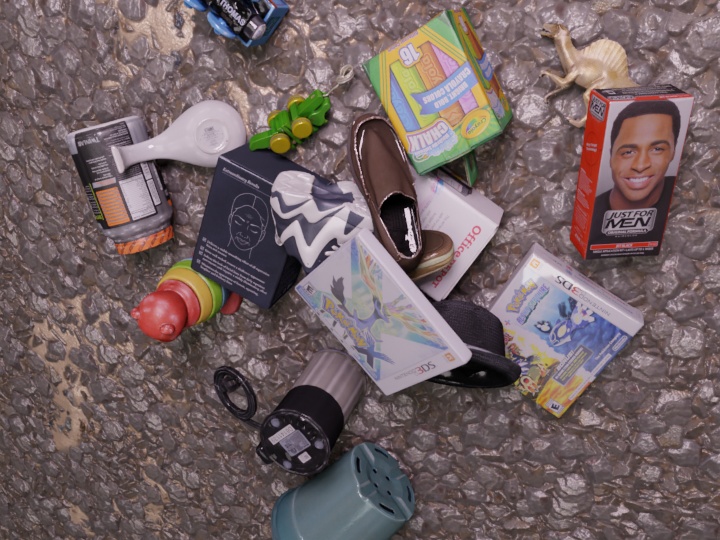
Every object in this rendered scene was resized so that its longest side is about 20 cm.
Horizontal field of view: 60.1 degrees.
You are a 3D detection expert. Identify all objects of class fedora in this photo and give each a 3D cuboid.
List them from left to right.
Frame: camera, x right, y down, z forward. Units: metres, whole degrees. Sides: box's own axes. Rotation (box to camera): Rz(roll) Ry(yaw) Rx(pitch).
[{"bbox_3d":[0.130,0.100,0.882,0.197,0.093,0.201,12,157,5],"label":"fedora"}]

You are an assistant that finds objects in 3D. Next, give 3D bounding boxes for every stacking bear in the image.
[{"bbox_3d":[-0.282,0.046,1.004,0.120,0.200,0.115,30,119,5],"label":"stacking bear"}]

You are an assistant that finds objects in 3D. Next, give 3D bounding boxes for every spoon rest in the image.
[{"bbox_3d":[-0.272,-0.196,0.947,0.197,0.061,0.101,-17,108,-13],"label":"spoon rest"}]

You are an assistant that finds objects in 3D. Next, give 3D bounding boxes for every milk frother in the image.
[{"bbox_3d":[-0.114,0.196,1.014,0.178,0.188,0.202,-18,105,25],"label":"milk frother"}]

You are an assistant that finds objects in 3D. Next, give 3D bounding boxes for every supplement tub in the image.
[{"bbox_3d":[-0.380,-0.137,1.007,0.121,0.123,0.203,-6,110,22],"label":"supplement tub"}]

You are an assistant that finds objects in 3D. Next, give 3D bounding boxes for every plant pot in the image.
[{"bbox_3d":[-0.020,0.419,1.084,0.200,0.200,0.196,43,112,-2],"label":"plant pot"}]

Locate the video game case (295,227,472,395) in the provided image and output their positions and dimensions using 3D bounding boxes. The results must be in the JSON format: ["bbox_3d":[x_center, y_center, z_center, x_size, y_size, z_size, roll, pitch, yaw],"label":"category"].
[{"bbox_3d":[0.021,0.062,0.796,0.201,0.022,0.182,50,142,-3],"label":"video game case"}]

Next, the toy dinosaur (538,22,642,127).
[{"bbox_3d":[0.293,-0.224,0.761,0.199,0.058,0.102,33,118,4],"label":"toy dinosaur"}]

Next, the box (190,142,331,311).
[{"bbox_3d":[-0.155,-0.070,0.962,0.147,0.107,0.202,28,119,7],"label":"box"}]

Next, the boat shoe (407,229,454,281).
[{"bbox_3d":[0.045,0.000,0.855,0.198,0.072,0.077,-10,124,33],"label":"boat shoe"}]

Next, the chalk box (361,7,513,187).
[{"bbox_3d":[0.114,-0.209,0.796,0.123,0.125,0.202,-24,104,27],"label":"chalk box"}]

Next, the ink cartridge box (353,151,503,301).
[{"bbox_3d":[0.080,-0.078,0.885,0.199,0.086,0.148,36,120,1],"label":"ink cartridge box"}]

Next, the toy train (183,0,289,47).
[{"bbox_3d":[-0.193,-0.389,0.835,0.200,0.114,0.087,44,116,-3],"label":"toy train"}]

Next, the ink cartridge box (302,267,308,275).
[{"bbox_3d":[-0.021,0.072,0.982,0.199,0.095,0.037,41,85,1],"label":"ink cartridge box"}]

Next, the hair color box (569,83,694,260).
[{"bbox_3d":[0.326,-0.117,0.764,0.100,0.062,0.203,-4,119,-1],"label":"hair color box"}]

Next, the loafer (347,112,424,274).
[{"bbox_3d":[0.040,-0.097,0.750,0.072,0.071,0.203,-18,90,-14],"label":"loafer"}]

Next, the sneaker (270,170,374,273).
[{"bbox_3d":[-0.029,-0.049,0.847,0.196,0.080,0.131,9,131,-6],"label":"sneaker"}]

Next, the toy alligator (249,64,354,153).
[{"bbox_3d":[-0.076,-0.221,0.904,0.198,0.060,0.054,-30,144,22],"label":"toy alligator"}]

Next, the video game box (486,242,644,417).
[{"bbox_3d":[0.274,0.091,0.910,0.181,0.047,0.201,34,119,7],"label":"video game box"}]
